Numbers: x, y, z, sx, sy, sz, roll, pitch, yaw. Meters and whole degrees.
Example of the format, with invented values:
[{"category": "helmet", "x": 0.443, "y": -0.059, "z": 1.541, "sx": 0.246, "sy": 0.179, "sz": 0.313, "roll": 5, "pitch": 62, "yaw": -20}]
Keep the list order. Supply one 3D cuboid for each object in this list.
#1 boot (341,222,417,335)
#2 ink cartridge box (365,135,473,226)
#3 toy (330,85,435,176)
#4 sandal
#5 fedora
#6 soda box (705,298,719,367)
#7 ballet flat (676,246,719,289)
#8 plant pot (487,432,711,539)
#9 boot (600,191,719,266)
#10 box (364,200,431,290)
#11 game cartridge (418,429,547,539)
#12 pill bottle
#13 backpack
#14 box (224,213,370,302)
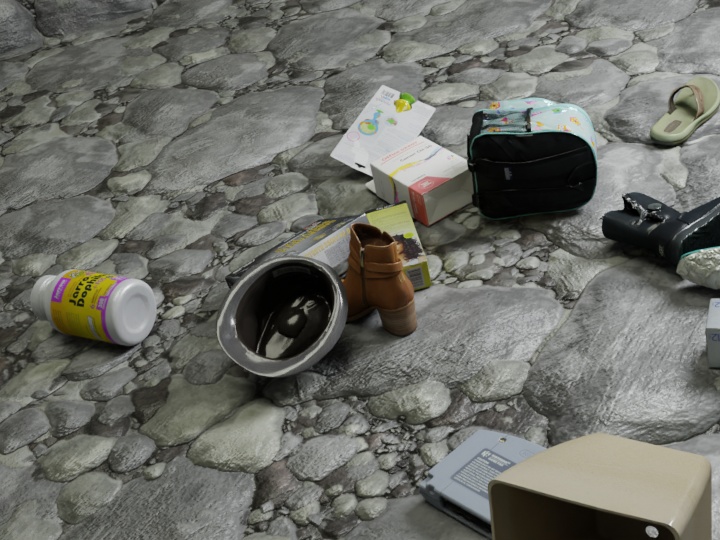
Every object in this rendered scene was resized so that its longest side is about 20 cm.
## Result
[{"category": "boot", "x": 0.000, "y": 0.000, "z": 1.866, "sx": 0.199, "sy": 0.156, "sz": 0.074, "roll": 15, "pitch": 42, "yaw": 39}, {"category": "ink cartridge box", "x": 0.097, "y": -0.160, "z": 2.159, "sx": 0.116, "sy": 0.068, "sz": 0.200, "roll": -29, "pitch": 36, "yaw": -21}, {"category": "toy", "x": 0.042, "y": -0.241, "z": 2.319, "sx": 0.114, "sy": 0.047, "sz": 0.201, "roll": 26, "pitch": 61, "yaw": 14}, {"category": "sandal", "x": 0.556, "y": -0.281, "z": 2.168, "sx": 0.079, "sy": 0.058, "sz": 0.201, "roll": 9, "pitch": 39, "yaw": 34}, {"category": "fedora", "x": -0.107, "y": 0.077, "z": 1.825, "sx": 0.176, "sy": 0.091, "sz": 0.201, "roll": 26, "pitch": 67, "yaw": 17}, {"category": "soda box", "x": 0.538, "y": 0.080, "z": 1.598, "sx": 0.198, "sy": 0.064, "sz": 0.068, "roll": -1, "pitch": 33, "yaw": 22}, {"category": "ballet flat", "x": 0.533, "y": -0.001, "z": 1.732, "sx": 0.198, "sy": 0.072, "sz": 0.072, "roll": -8, "pitch": 32, "yaw": 12}, {"category": "plant pot", "x": 0.265, "y": 0.276, "z": 1.298, "sx": 0.198, "sy": 0.202, "sz": 0.177, "roll": 10, "pitch": 28, "yaw": 35}, {"category": "boot", "x": 0.472, "y": -0.084, "z": 1.873, "sx": 0.199, "sy": 0.077, "sz": 0.168, "roll": -28, "pitch": 33, "yaw": -22}, {"category": "box", "x": 0.058, "y": -0.037, "z": 2.003, "sx": 0.074, "sy": 0.051, "sz": 0.201, "roll": -15, "pitch": 31, "yaw": -1}, {"category": "game cartridge", "x": 0.181, "y": 0.259, "z": 1.496, "sx": 0.133, "sy": 0.042, "sz": 0.199, "roll": -30, "pitch": 34, "yaw": -31}, {"category": "pill bottle", "x": -0.426, "y": 0.055, "z": 2.011, "sx": 0.198, "sy": 0.105, "sz": 0.104, "roll": 7, "pitch": 37, "yaw": 32}, {"category": "backpack", "x": 0.279, "y": -0.181, "z": 2.017, "sx": 0.198, "sy": 0.177, "sz": 0.154, "roll": 1, "pitch": 38, "yaw": 16}, {"category": "box", "x": -0.095, "y": -0.018, "z": 1.990, "sx": 0.199, "sy": 0.049, "sz": 0.158, "roll": -33, "pitch": 14, "yaw": -25}]
